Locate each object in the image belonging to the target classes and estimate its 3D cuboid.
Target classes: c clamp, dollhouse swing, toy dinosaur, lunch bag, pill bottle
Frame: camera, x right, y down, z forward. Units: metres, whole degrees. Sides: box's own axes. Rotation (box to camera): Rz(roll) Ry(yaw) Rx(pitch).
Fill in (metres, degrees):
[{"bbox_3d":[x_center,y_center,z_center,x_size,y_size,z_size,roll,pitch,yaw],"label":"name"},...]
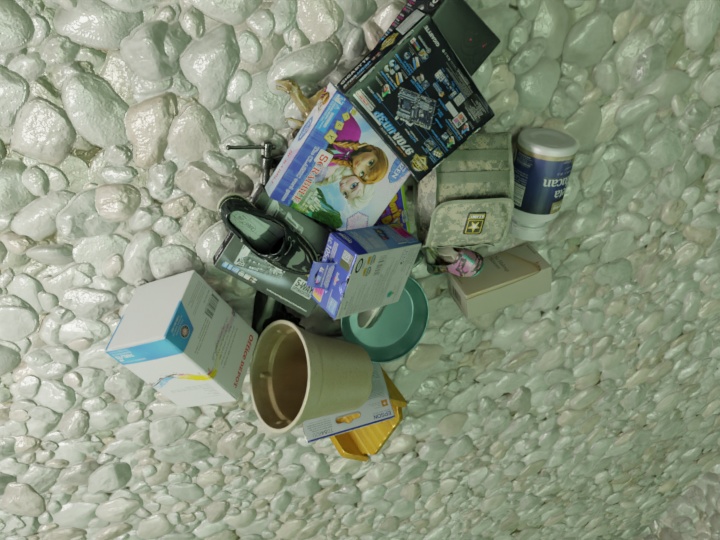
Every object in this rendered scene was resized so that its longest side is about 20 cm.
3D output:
[{"bbox_3d":[-0.147,-0.136,0.998,0.170,0.027,0.201,-10,125,-20],"label":"c clamp"},{"bbox_3d":[-0.041,0.317,1.275,0.175,0.182,0.201,6,124,-45],"label":"dollhouse swing"},{"bbox_3d":[-0.051,-0.247,0.929,0.199,0.058,0.102,13,118,-27],"label":"toy dinosaur"},{"bbox_3d":[0.183,-0.138,1.008,0.163,0.118,0.202,-4,93,-17],"label":"lunch bag"},{"bbox_3d":[0.343,-0.164,1.100,0.110,0.111,0.201,-7,126,-15],"label":"pill bottle"}]

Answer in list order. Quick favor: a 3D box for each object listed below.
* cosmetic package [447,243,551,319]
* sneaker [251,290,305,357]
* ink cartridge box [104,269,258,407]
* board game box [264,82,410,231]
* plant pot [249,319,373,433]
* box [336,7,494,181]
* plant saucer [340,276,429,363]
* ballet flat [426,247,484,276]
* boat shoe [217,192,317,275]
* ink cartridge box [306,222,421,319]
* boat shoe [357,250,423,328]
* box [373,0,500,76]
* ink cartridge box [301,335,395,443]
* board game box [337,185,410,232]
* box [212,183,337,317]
[{"bbox_3d":[0.299,0.022,1.222,0.199,0.104,0.073,-19,128,-8],"label":"cosmetic package"},{"bbox_3d":[-0.156,0.094,1.125,0.113,0.076,0.200,-3,128,-21],"label":"sneaker"},{"bbox_3d":[-0.311,0.130,1.016,0.145,0.147,0.200,-14,133,25],"label":"ink cartridge box"},{"bbox_3d":[-0.022,-0.169,0.932,0.199,0.041,0.200,22,113,-34],"label":"board game box"},{"bbox_3d":[-0.083,0.200,1.079,0.183,0.201,0.201,9,122,-40],"label":"plant pot"},{"bbox_3d":[0.087,-0.254,0.845,0.159,0.046,0.200,-41,127,11],"label":"box"},{"bbox_3d":[0.049,0.096,1.193,0.198,0.036,0.202,-5,104,-18],"label":"plant saucer"},{"bbox_3d":[0.168,-0.028,1.103,0.071,0.200,0.069,40,82,-15],"label":"ballet flat"},{"bbox_3d":[-0.145,-0.049,0.918,0.075,0.066,0.199,-45,116,3],"label":"boat shoe"},{"bbox_3d":[0.000,0.000,0.979,0.199,0.076,0.137,-14,133,-45],"label":"ink cartridge box"},{"bbox_3d":[0.062,0.034,1.126,0.062,0.073,0.201,30,86,-29],"label":"boat shoe"},{"bbox_3d":[0.098,-0.331,0.893,0.122,0.106,0.200,28,110,-34],"label":"box"},{"bbox_3d":[-0.047,0.244,1.201,0.198,0.201,0.041,-12,160,-11],"label":"ink cartridge box"},{"bbox_3d":[0.015,-0.121,1.044,0.134,0.045,0.201,-21,131,-8],"label":"board game box"},{"bbox_3d":[-0.132,-0.032,0.994,0.199,0.050,0.158,32,100,-25],"label":"box"}]
